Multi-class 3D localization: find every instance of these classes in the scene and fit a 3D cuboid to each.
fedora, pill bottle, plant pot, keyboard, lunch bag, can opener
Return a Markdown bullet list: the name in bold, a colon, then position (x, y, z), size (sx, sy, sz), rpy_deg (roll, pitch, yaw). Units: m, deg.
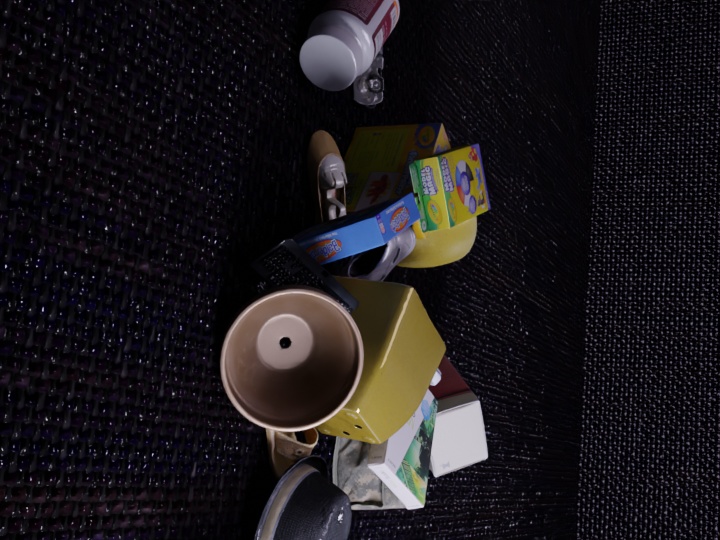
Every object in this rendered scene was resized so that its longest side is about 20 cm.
- **fedora**: position (-0.074, 0.375, 1.554), size (0.200, 0.090, 0.204), rpy_deg (-38, 137, -47)
- **pill bottle**: position (-0.018, -0.376, 1.697), size (0.201, 0.112, 0.116), rpy_deg (-62, 144, -45)
- **plant pot**: position (-0.004, 0.150, 1.663), size (0.196, 0.191, 0.203), rpy_deg (57, 47, -51)
- **plant pot**: position (-0.100, 0.112, 1.490), size (0.093, 0.197, 0.205), rpy_deg (-132, -146, -71)
- **keyboard**: position (-0.087, 0.035, 1.532), size (0.200, 0.103, 0.040), rpy_deg (44, 25, -44)
- **lunch bag**: position (0.033, 0.303, 1.831), size (0.163, 0.116, 0.204), rpy_deg (23, 62, -60)
- **can opener**: position (0.012, -0.385, 1.864), size (0.067, 0.052, 0.205), rpy_deg (180, -90, -82)
- **plant pot**: position (0.085, -0.086, 1.886), size (0.141, 0.198, 0.204), rpy_deg (-26, 117, -36)

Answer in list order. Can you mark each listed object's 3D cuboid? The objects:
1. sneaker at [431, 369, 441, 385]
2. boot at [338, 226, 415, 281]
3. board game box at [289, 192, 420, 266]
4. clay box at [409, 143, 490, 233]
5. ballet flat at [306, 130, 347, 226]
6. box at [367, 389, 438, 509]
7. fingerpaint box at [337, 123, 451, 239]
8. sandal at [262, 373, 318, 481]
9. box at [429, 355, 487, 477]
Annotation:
- **sneaker**: position (0.077, 0.110, 1.824), size (0.071, 0.200, 0.073), rpy_deg (-41, 151, -8)
- **boot**: position (0.000, 0.000, 1.703), size (0.074, 0.201, 0.095), rpy_deg (49, 30, 15)
- **board game box**: position (-0.027, -0.050, 1.577), size (0.152, 0.197, 0.046), rpy_deg (-36, 107, -60)
- **clay box**: position (0.146, -0.135, 1.740), size (0.199, 0.047, 0.117), rpy_deg (-26, 107, -59)
- **ballet flat**: position (-0.042, -0.118, 1.691), size (0.068, 0.063, 0.204), rpy_deg (-13, 105, -33)
- **box**: position (0.073, 0.264, 1.754), size (0.145, 0.036, 0.203), rpy_deg (51, 39, -40)
- **fingerpaint box**: position (0.049, -0.148, 1.791), size (0.074, 0.164, 0.202), rpy_deg (64, 35, -44)
- **sandal**: position (-0.098, 0.242, 1.582), size (0.078, 0.068, 0.215), rpy_deg (-59, 142, -48)
- **box**: position (0.143, 0.259, 1.968), size (0.200, 0.107, 0.130), rpy_deg (-126, -158, -62)
